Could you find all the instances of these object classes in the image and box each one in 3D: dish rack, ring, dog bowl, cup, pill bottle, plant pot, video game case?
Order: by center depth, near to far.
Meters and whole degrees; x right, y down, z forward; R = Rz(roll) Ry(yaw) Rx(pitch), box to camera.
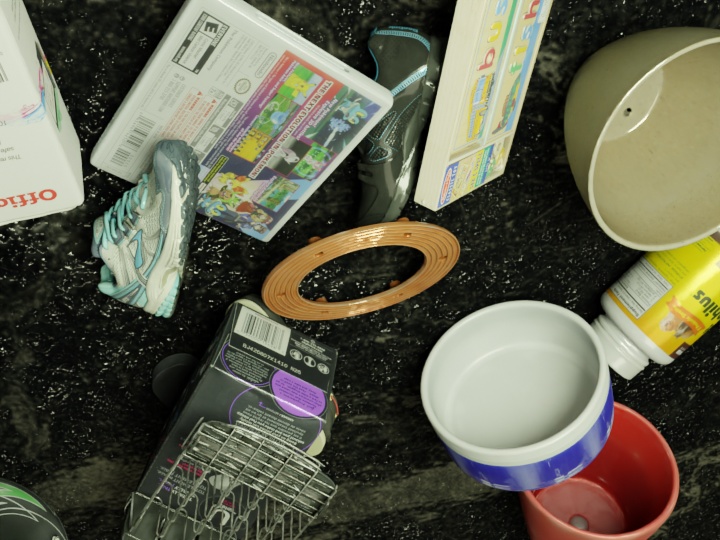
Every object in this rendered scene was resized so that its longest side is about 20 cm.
[{"bbox_3d":[-0.103,-0.121,0.656,0.181,0.023,0.200,24,130,-30],"label":"video game case"},{"bbox_3d":[-0.120,0.211,0.710,0.153,0.055,0.200,29,118,-14],"label":"dish rack"},{"bbox_3d":[0.270,-0.141,0.719,0.199,0.144,0.201,-8,126,-11],"label":"cup"},{"bbox_3d":[0.000,0.000,0.762,0.199,0.019,0.201,-14,157,-6],"label":"ring"},{"bbox_3d":[0.170,0.132,0.843,0.199,0.201,0.079,-26,131,1],"label":"dog bowl"},{"bbox_3d":[0.355,0.030,0.888,0.109,0.109,0.200,31,110,-33],"label":"pill bottle"},{"bbox_3d":[0.295,0.296,1.015,0.199,0.201,0.178,-14,137,-8],"label":"plant pot"}]

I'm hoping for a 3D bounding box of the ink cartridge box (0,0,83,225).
[{"bbox_3d":[-0.301,-0.127,0.556,0.144,0.084,0.201,-13,141,-8],"label":"ink cartridge box"}]

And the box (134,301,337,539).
[{"bbox_3d":[-0.122,0.153,0.766,0.122,0.106,0.200,28,119,-11],"label":"box"}]

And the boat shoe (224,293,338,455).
[{"bbox_3d":[-0.084,0.106,0.835,0.073,0.063,0.202,-10,119,28],"label":"boat shoe"}]

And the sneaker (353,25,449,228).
[{"bbox_3d":[0.021,-0.124,0.709,0.081,0.073,0.201,16,115,-5],"label":"sneaker"}]

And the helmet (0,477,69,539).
[{"bbox_3d":[-0.402,0.304,0.788,0.199,0.191,0.202,8,112,20],"label":"helmet"}]

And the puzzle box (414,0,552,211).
[{"bbox_3d":[0.111,-0.162,0.681,0.133,0.025,0.201,-30,140,-45],"label":"puzzle box"}]

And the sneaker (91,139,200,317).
[{"bbox_3d":[-0.191,-0.032,0.673,0.086,0.078,0.201,12,135,-11],"label":"sneaker"}]

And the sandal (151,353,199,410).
[{"bbox_3d":[-0.157,0.169,0.863,0.076,0.043,0.200,-38,127,10],"label":"sandal"}]
